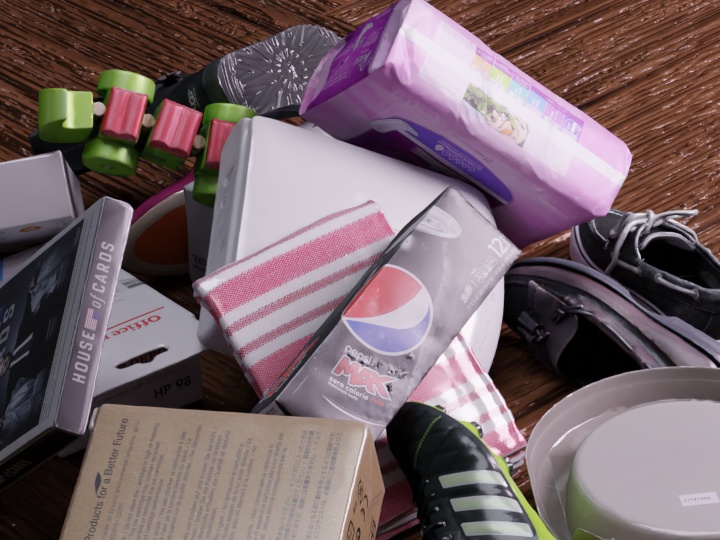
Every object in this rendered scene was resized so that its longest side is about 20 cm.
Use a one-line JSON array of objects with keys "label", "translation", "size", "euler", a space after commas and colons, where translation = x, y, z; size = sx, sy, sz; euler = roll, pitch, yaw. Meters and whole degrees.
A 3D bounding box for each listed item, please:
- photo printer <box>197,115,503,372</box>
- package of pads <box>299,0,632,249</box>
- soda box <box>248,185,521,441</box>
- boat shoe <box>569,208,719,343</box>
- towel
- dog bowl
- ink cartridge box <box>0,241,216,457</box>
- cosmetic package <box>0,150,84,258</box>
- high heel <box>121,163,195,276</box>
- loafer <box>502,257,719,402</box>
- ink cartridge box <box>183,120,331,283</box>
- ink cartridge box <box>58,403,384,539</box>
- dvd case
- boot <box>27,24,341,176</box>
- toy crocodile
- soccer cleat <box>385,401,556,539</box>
[{"label": "photo printer", "translation": [0.000, 0.000, 1.795], "size": [0.200, 0.069, 0.167], "euler": [18, 55, -17]}, {"label": "package of pads", "translation": [0.070, -0.094, 1.854], "size": [0.120, 0.200, 0.076], "euler": [-26, 37, 55]}, {"label": "soda box", "translation": [0.012, 0.042, 1.660], "size": [0.063, 0.071, 0.200], "euler": [42, 57, -5]}, {"label": "boat shoe", "translation": [0.202, -0.008, 1.883], "size": [0.074, 0.068, 0.199], "euler": [-12, 30, -14]}, {"label": "towel", "translation": [-0.001, 0.065, 1.705], "size": [0.146, 0.030, 0.200], "euler": [-25, 77, -32]}, {"label": "dog bowl", "translation": [0.198, 0.134, 1.638], "size": [0.200, 0.059, 0.200], "euler": [-3, 31, 2]}, {"label": "ink cartridge box", "translation": [-0.186, 0.055, 1.823], "size": [0.116, 0.067, 0.200], "euler": [-22, 33, -30]}, {"label": "cosmetic package", "translation": [-0.237, -0.043, 1.920], "size": [0.082, 0.051, 0.200], "euler": [-13, -3, -2]}, {"label": "high heel", "translation": [-0.126, -0.047, 2.013], "size": [0.096, 0.068, 0.200], "euler": [15, 27, 43]}, {"label": "loafer", "translation": [0.155, 0.049, 1.793], "size": [0.200, 0.072, 0.063], "euler": [26, 45, 37]}, {"label": "ink cartridge box", "translation": [-0.007, -0.043, 1.957], "size": [0.145, 0.083, 0.200], "euler": [21, 38, 38]}, {"label": "ink cartridge box", "translation": [-0.085, 0.178, 1.523], "size": [0.165, 0.075, 0.200], "euler": [3, 53, 14]}, {"label": "dvd case", "translation": [-0.199, 0.055, 1.671], "size": [0.025, 0.200, 0.150], "euler": [20, 64, -22]}, {"label": "boot", "translation": [-0.121, -0.117, 2.016], "size": [0.200, 0.066, 0.165], "euler": [-20, -7, 39]}, {"label": "toy crocodile", "translation": [-0.123, -0.090, 1.857], "size": [0.200, 0.068, 0.062], "euler": [16, -14, -14]}, {"label": "soccer cleat", "translation": [0.061, 0.150, 1.600], "size": [0.081, 0.068, 0.200], "euler": [-25, 49, -22]}]
